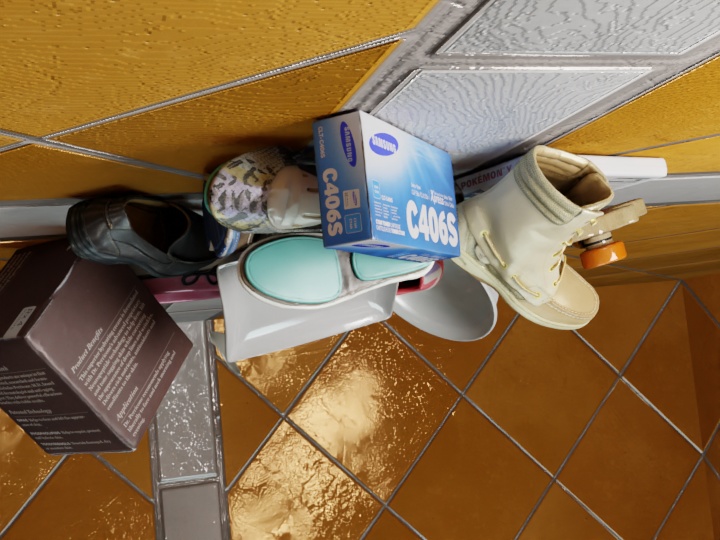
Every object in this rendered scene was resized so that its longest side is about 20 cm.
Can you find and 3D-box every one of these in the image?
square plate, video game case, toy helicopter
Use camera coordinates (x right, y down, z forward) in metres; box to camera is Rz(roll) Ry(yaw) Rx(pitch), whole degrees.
[{"bbox_3d":[-0.051,0.017,0.939,0.194,0.029,0.201,-15,151,-14],"label":"square plate"},{"bbox_3d":[0.194,-0.093,0.975,0.197,0.024,0.181,-3,174,-33],"label":"video game case"},{"bbox_3d":[0.255,-0.049,1.015,0.131,0.080,0.198,-19,179,43],"label":"toy helicopter"}]

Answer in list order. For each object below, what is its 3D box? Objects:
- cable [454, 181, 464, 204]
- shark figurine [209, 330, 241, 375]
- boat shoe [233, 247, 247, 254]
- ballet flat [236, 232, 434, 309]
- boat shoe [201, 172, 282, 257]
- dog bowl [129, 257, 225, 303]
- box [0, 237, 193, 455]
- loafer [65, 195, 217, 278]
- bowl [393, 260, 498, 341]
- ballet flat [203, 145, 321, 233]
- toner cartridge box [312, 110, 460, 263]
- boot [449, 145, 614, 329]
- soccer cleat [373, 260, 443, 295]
[{"bbox_3d":[0.085,-0.064,0.956,0.096,0.051,0.199,-25,160,27],"label":"cable"},{"bbox_3d":[-0.109,0.043,1.197,0.211,0.091,0.129,-15,-139,-19],"label":"shark figurine"},{"bbox_3d":[-0.104,-0.036,1.037,0.070,0.061,0.200,-8,174,13],"label":"boat shoe"},{"bbox_3d":[-0.024,-0.003,0.836,0.196,0.071,0.069,-10,177,-25],"label":"ballet flat"},{"bbox_3d":[-0.107,-0.056,0.837,0.071,0.074,0.200,-9,-175,-12],"label":"boat shoe"},{"bbox_3d":[-0.245,0.000,1.188,0.196,0.075,0.200,-6,175,-1],"label":"dog bowl"},{"bbox_3d":[-0.339,0.091,1.076,0.162,0.167,0.201,-9,129,34],"label":"box"},{"bbox_3d":[-0.195,-0.035,0.908,0.071,0.074,0.199,-14,172,30],"label":"loafer"},{"bbox_3d":[0.108,-0.005,1.209,0.198,0.091,0.203,25,149,17],"label":"bowl"},{"bbox_3d":[-0.042,-0.063,0.751,0.071,0.074,0.199,-9,179,32],"label":"ballet flat"},{"bbox_3d":[0.028,-0.061,0.742,0.042,0.097,0.199,-9,174,24],"label":"toner cartridge box"},{"bbox_3d":[0.190,-0.028,0.869,0.198,0.074,0.155,33,138,-18],"label":"boot"},{"bbox_3d":[0.000,0.000,1.051,0.196,0.068,0.076,-2,-165,22],"label":"soccer cleat"}]
